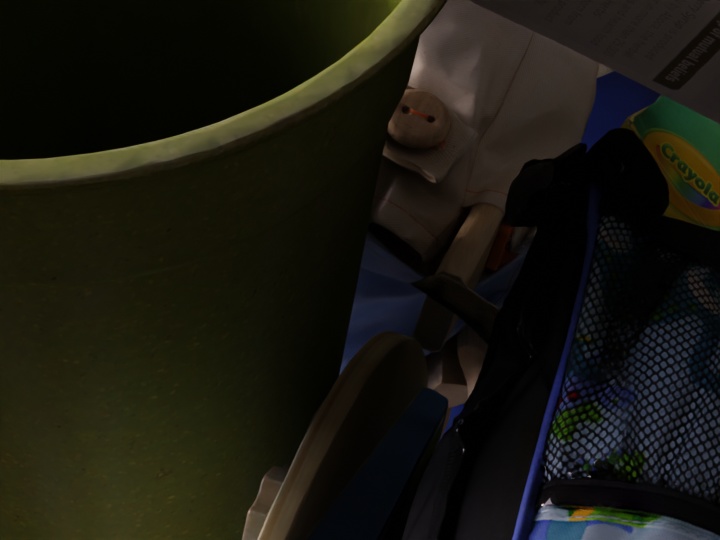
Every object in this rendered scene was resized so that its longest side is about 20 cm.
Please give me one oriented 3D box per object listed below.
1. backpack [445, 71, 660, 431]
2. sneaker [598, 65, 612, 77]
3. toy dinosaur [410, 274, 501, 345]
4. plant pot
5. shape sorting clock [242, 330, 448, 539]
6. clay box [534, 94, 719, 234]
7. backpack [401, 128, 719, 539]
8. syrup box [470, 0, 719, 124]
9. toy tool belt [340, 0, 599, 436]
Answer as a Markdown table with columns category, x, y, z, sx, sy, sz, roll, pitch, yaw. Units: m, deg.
| category | x | y | z | sx | sy | sz | roll | pitch | yaw |
| --- | --- | --- | --- | --- | --- | --- | --- | --- | --- |
| backpack | 0.033 | -0.026 | 1.069 | 0.200 | 0.163 | 0.168 | -43 | 2 | -15 |
| sneaker | 0.143 | -0.146 | 0.963 | 0.200 | 0.075 | 0.085 | -34 | -21 | -6 |
| toy dinosaur | 0.099 | 0.054 | 0.712 | 0.088 | 0.200 | 0.048 | -24 | 41 | 16 |
| plant pot | -0.072 | -0.023 | 0.645 | 0.190 | 0.200 | 0.200 | 90 | -166 | -46 |
| shape sorting clock | -0.021 | 0.111 | 0.661 | 0.200 | 0.039 | 0.200 | 16 | -90 | -83 |
| clay box | 0.104 | 0.021 | 0.808 | 0.048 | 0.115 | 0.200 | -29 | -12 | -30 |
| backpack | 0.069 | 0.108 | 0.585 | 0.183 | 0.147 | 0.200 | 102 | -172 | -53 |
| syrup box | 0.126 | -0.075 | 0.630 | 0.079 | 0.200 | 0.081 | -68 | 9 | -25 |
| toy tool belt | 0.000 | 0.000 | 0.784 | 0.200 | 0.125 | 0.123 | 125 | 155 | -59 |
